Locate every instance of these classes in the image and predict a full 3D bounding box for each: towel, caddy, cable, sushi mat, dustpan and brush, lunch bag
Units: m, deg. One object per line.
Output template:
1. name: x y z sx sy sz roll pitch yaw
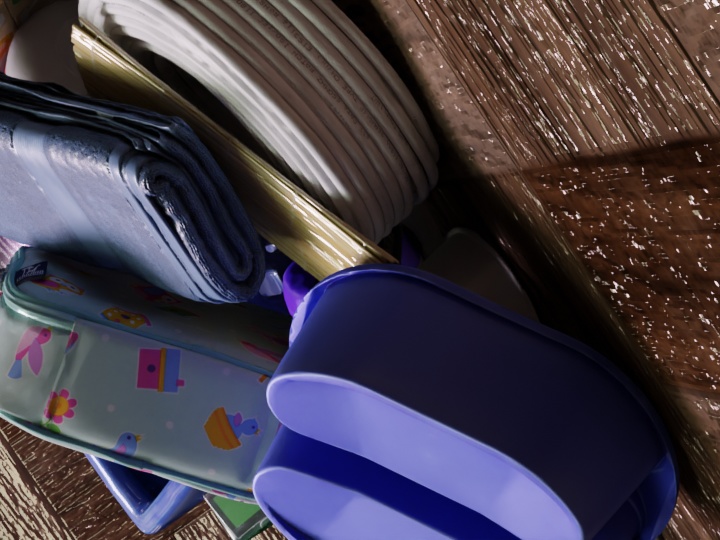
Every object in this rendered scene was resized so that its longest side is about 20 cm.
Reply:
1. towel: -0.133 -0.045 1.281 0.200 0.049 0.112 15 146 44
2. caddy: 0.046 0.079 1.190 0.200 0.105 0.141 26 137 14
3. cable: -0.052 -0.092 1.258 0.200 0.069 0.200 38 166 21
4. sushi mat: -0.059 -0.045 1.251 0.200 0.012 0.096 38 166 13
5. dustpan and brush: 0.051 0.013 1.322 0.200 0.057 0.140 44 157 31
6. lunch bag: -0.104 0.048 1.346 0.200 0.077 0.160 18 -168 -7

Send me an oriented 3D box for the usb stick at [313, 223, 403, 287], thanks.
1. usb stick: 0.000 0.000 1.362 0.055 0.033 0.200 49 -160 -20

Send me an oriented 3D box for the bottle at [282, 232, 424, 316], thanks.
1. bottle: 0.030 0.064 1.540 0.200 0.084 0.065 60 172 -30

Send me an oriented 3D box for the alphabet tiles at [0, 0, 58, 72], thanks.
1. alphabet tiles: -0.158 -0.169 1.415 0.008 0.167 0.200 34 171 6

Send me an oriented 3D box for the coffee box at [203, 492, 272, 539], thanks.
1. coffee box: -0.018 0.110 1.680 0.044 0.123 0.200 52 -163 5

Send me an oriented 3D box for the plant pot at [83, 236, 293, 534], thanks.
1. plant pot: -0.097 0.018 1.650 0.200 0.180 0.200 54 148 10

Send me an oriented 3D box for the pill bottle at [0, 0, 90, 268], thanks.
1. pill bottle: -0.151 -0.048 1.442 0.112 0.112 0.200 52 143 30

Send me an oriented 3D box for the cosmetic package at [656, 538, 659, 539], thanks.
1. cosmetic package: 0.098 0.140 1.445 0.200 0.081 0.113 45 168 54
